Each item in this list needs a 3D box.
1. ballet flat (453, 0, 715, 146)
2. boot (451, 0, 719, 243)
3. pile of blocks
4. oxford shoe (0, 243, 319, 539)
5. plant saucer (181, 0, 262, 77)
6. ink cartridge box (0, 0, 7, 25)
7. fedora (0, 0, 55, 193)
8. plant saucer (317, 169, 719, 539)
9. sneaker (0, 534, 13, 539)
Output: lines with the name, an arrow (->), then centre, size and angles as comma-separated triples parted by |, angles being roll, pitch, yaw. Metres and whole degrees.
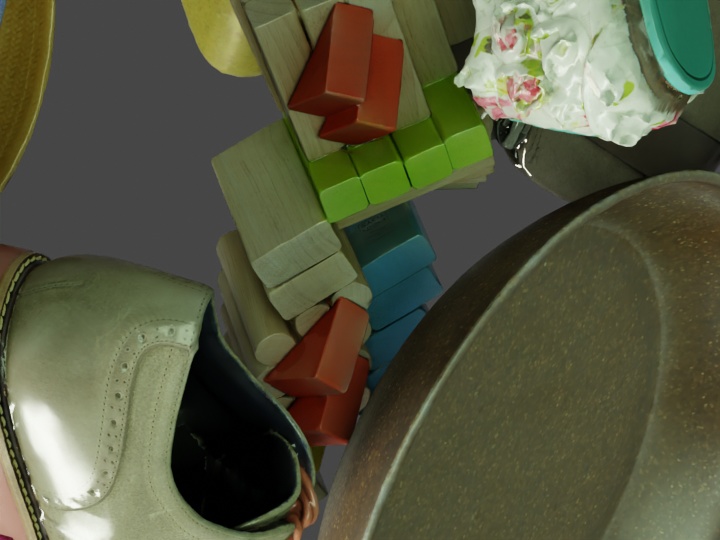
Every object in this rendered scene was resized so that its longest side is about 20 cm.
ballet flat -> 0.042, -0.127, 0.701 | 0.064, 0.075, 0.202 | -9, 78, 30
boot -> 0.103, -0.078, 0.820 | 0.199, 0.070, 0.147 | 20, 96, -10
pile of blocks -> 0.000, 0.000, 0.763 | 0.081, 0.062, 0.201 | -4, 129, -17
oxford shoe -> -0.044, 0.072, 0.734 | 0.074, 0.071, 0.201 | 1, 143, 18
plant saucer -> 0.021, -0.177, 0.759 | 0.199, 0.048, 0.201 | -20, 85, -3
ink cartridge box -> -0.179, -0.092, 0.676 | 0.198, 0.043, 0.198 | 11, 83, 7
fedora -> -0.167, -0.076, 0.748 | 0.199, 0.082, 0.202 | -2, 98, -13
plant saucer -> 0.047, 0.061, 0.797 | 0.200, 0.037, 0.202 | -34, 137, -38
sneaker -> -0.170, 0.078, 0.776 | 0.198, 0.075, 0.081 | -7, 100, -11
